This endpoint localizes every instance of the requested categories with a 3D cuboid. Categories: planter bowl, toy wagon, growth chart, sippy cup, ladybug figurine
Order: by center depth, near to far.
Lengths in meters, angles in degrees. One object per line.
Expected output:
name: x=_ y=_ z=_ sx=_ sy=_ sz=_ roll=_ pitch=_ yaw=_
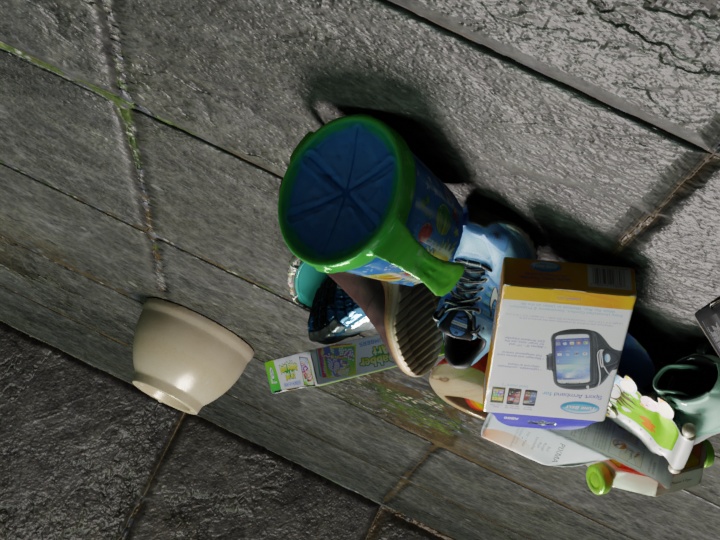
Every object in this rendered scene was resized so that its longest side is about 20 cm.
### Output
sippy cup: x=0.019 y=-0.049 z=1.310 sx=0.139 sy=0.179 sz=0.130 roll=-21 pitch=151 yaw=31
growth chart: x=0.249 y=0.128 z=1.496 sx=0.199 sy=0.018 sz=0.145 roll=34 pitch=162 yaw=27
toy wagon: x=0.283 y=0.182 z=1.652 sx=0.154 sy=0.040 sz=0.200 roll=-8 pitch=-151 yaw=-29
ladybug figurine: x=0.158 y=0.133 z=1.772 sx=0.135 sy=0.072 sz=0.200 roll=29 pitch=169 yaw=-21
planter bowl: x=-0.291 y=0.151 z=2.466 sx=0.199 sy=0.136 sz=0.200 roll=24 pitch=166 yaw=6

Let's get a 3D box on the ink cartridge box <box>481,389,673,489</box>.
ink cartridge box: x=0.240 y=0.161 z=1.612 sx=0.199 sy=0.162 sz=0.050 roll=27 pitch=121 yaw=4

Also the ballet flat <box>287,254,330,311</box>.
ballet flat: x=-0.046 y=0.014 z=1.740 sx=0.064 sy=0.075 sz=0.200 roll=56 pitch=178 yaw=34

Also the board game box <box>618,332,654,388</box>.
board game box: x=0.205 y=0.052 z=1.508 sx=0.199 sy=0.039 sz=0.158 roll=17 pitch=156 yaw=23

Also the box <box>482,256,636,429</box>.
box: x=0.178 y=0.073 z=1.391 sx=0.118 sy=0.042 sz=0.201 roll=5 pitch=138 yaw=1

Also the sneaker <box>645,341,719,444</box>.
sneaker: x=0.311 y=0.119 z=1.476 sx=0.118 sy=0.074 sz=0.200 roll=26 pitch=157 yaw=-27

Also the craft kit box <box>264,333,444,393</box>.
craft kit box: x=0.009 y=0.097 z=1.743 sx=0.199 sy=0.049 sz=0.197 roll=-13 pitch=180 yaw=-20

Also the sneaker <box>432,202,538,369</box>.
sneaker: x=0.110 y=0.023 z=1.401 sx=0.078 sy=0.090 sz=0.201 roll=23 pitch=145 yaw=21

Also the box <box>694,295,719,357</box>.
box: x=0.358 y=0.089 z=1.164 sx=0.201 sy=0.049 sz=0.199 roll=60 pitch=166 yaw=7

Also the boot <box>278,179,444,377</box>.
boot: x=0.000 y=0.000 z=1.489 sx=0.166 sy=0.072 sz=0.201 roll=14 pitch=126 yaw=52

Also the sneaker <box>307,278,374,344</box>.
sneaker: x=0.016 y=0.038 z=1.640 sx=0.086 sy=0.076 sz=0.200 roll=19 pitch=150 yaw=-29
